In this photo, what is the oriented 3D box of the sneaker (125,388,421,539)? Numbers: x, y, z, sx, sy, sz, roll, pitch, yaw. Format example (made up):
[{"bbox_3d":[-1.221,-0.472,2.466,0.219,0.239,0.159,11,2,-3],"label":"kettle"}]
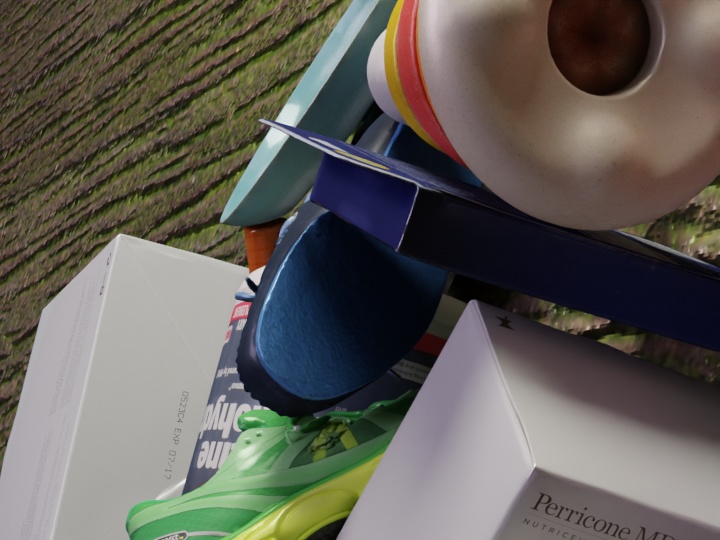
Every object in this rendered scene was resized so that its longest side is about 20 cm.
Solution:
[{"bbox_3d":[-0.011,0.081,1.014,0.084,0.199,0.074,52,160,36],"label":"sneaker"}]

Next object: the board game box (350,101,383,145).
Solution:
[{"bbox_3d":[0.016,-0.082,1.281,0.200,0.028,0.136,-70,3,-66],"label":"board game box"}]

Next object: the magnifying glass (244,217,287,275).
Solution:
[{"bbox_3d":[-0.035,0.073,1.218,0.022,0.079,0.201,2,107,36],"label":"magnifying glass"}]

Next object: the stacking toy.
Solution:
[{"bbox_3d":[0.059,-0.089,0.964,0.200,0.145,0.147,1,73,68],"label":"stacking toy"}]

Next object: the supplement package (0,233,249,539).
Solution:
[{"bbox_3d":[-0.112,0.108,1.344,0.200,0.146,0.192,147,137,-67],"label":"supplement package"}]

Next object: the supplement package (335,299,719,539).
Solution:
[{"bbox_3d":[0.060,0.137,0.935,0.201,0.121,0.120,-62,21,23],"label":"supplement package"}]

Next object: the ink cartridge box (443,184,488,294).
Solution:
[{"bbox_3d":[0.055,-0.076,1.229,0.163,0.057,0.200,111,-176,-46],"label":"ink cartridge box"}]

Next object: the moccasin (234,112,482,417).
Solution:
[{"bbox_3d":[0.000,0.000,1.038,0.068,0.081,0.200,-34,12,43],"label":"moccasin"}]

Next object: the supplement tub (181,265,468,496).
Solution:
[{"bbox_3d":[-0.013,0.108,1.122,0.140,0.140,0.201,-15,58,66],"label":"supplement tub"}]

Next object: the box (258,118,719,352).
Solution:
[{"bbox_3d":[0.059,-0.013,0.958,0.033,0.199,0.121,-70,20,5],"label":"box"}]

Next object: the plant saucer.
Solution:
[{"bbox_3d":[-0.004,-0.101,1.177,0.201,0.027,0.200,-56,6,9],"label":"plant saucer"}]
